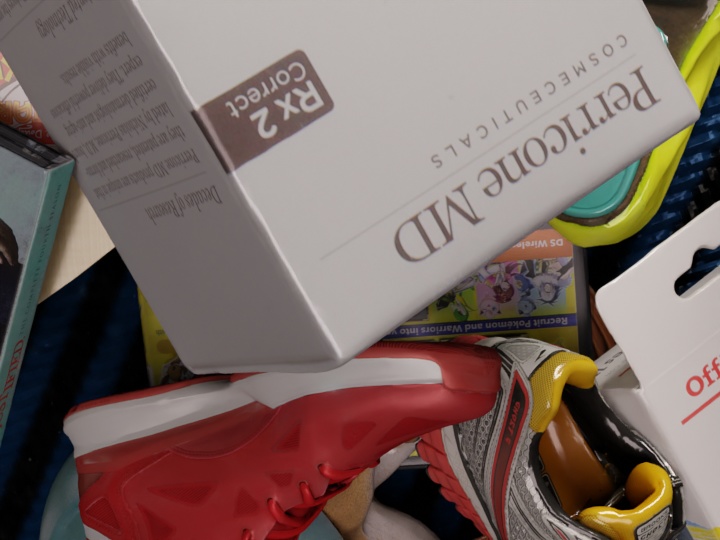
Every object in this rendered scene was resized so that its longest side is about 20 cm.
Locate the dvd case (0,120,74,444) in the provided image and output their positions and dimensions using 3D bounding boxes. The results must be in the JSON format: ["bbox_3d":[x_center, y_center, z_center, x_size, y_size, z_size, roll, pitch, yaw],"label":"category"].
[{"bbox_3d":[-0.214,-0.023,0.708,0.200,0.022,0.146,29,119,15],"label":"dvd case"}]

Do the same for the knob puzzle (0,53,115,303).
[{"bbox_3d":[-0.156,-0.079,0.742,0.219,0.030,0.220,-1,96,-5],"label":"knob puzzle"}]

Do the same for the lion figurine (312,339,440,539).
[{"bbox_3d":[0.013,0.130,0.791,0.122,0.072,0.200,-25,102,25],"label":"lion figurine"}]

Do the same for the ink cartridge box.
[{"bbox_3d":[0.166,0.069,0.764,0.117,0.067,0.200,-34,101,-23],"label":"ink cartridge box"}]

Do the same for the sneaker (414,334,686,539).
[{"bbox_3d":[0.094,0.117,0.721,0.082,0.078,0.200,-9,117,53],"label":"sneaker"}]

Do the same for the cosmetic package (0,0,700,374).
[{"bbox_3d":[-0.022,-0.089,0.636,0.165,0.165,0.200,-34,99,-20],"label":"cosmetic package"}]

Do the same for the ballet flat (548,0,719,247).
[{"bbox_3d":[0.126,-0.102,0.744,0.067,0.067,0.200,19,85,29],"label":"ballet flat"}]

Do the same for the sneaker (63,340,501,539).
[{"bbox_3d":[-0.026,0.095,0.704,0.200,0.078,0.116,-14,79,35],"label":"sneaker"}]

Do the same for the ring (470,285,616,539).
[{"bbox_3d":[0.027,0.065,0.825,0.200,0.019,0.201,1,103,5],"label":"ring"}]

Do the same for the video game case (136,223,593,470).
[{"bbox_3d":[0.000,0.000,0.789,0.199,0.026,0.181,-4,103,5],"label":"video game case"}]

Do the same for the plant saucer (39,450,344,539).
[{"bbox_3d":[-0.074,0.163,0.805,0.200,0.027,0.201,15,118,30],"label":"plant saucer"}]
